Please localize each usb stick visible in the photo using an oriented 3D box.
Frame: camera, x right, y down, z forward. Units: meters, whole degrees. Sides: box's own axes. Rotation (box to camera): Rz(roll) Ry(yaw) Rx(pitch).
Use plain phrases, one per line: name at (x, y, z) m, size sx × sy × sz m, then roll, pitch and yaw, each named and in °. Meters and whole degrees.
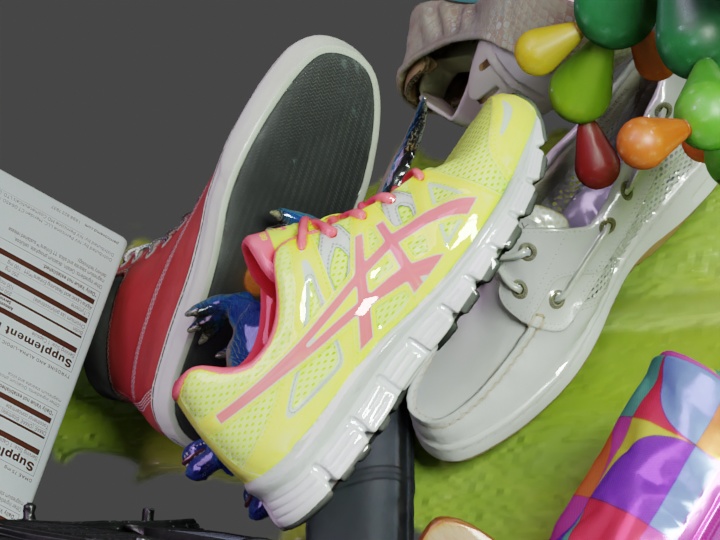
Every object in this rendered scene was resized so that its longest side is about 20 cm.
usb stick at (0.000, 0.065, 1.079) m, size 0.055 × 0.033 × 0.201 m, roll -25°, pitch 45°, yaw 30°

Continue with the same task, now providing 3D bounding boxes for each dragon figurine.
dragon figurine at (-0.009, 0.020, 1.050) m, size 0.200 × 0.059 × 0.099 m, roll -44°, pitch 42°, yaw -14°

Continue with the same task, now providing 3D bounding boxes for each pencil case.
pencil case at (0.098, 0.130, 0.908) m, size 0.088 × 0.088 × 0.201 m, roll 19°, pitch 74°, yaw 47°

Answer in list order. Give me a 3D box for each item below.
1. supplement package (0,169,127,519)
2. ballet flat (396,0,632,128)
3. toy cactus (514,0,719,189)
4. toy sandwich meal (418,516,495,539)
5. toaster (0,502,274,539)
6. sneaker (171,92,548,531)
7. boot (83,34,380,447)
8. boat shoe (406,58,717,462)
supplement package at (-0.240, 0.063, 1.163) m, size 0.191 × 0.146 × 0.201 m, roll -26°, pitch 41°, yaw 56°
ballet flat at (0.068, -0.092, 1.095) m, size 0.063 × 0.067 × 0.200 m, roll -65°, pitch 16°, yaw -4°
toy cactus at (0.113, -0.108, 0.918) m, size 0.101 × 0.166 × 0.200 m, roll -14°, pitch 0°, yaw -16°
toy sandwich meal at (-0.005, 0.184, 0.809) m, size 0.206 × 0.204 × 0.070 m, roll -56°, pitch 1°, yaw -9°
toaster at (-0.080, 0.158, 0.951) m, size 0.199 × 0.180 × 0.120 m, roll 2°, pitch 87°, yaw 41°
sneaker at (0.000, 0.000, 0.965) m, size 0.201 × 0.090 × 0.078 m, roll -53°, pitch -1°, yaw -13°
boot at (-0.070, -0.023, 1.155) m, size 0.144 × 0.072 × 0.201 m, roll 22°, pitch 88°, yaw 61°
boat shoe at (0.078, -0.011, 1.042) m, size 0.201 × 0.069 × 0.071 m, roll -53°, pitch 41°, yaw -6°
